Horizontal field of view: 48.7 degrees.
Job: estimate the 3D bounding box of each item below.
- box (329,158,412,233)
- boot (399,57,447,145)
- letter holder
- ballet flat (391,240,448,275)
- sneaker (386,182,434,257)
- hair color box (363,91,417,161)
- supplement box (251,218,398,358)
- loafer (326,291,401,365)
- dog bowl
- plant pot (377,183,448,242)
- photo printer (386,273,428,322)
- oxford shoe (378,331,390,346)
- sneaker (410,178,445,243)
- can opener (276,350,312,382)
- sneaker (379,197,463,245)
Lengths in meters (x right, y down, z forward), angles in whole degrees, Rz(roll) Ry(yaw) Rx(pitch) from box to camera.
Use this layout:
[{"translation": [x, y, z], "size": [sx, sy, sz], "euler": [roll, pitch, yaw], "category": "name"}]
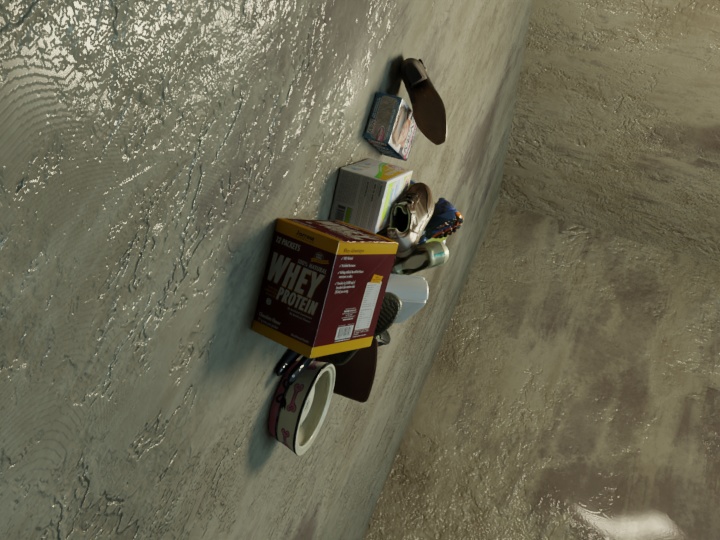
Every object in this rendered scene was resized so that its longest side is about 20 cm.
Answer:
[{"translation": [0.025, -0.158, 1.644], "size": [0.200, 0.101, 0.113], "euler": [-35, 141, -68], "category": "box"}, {"translation": [0.143, -0.370, 1.736], "size": [0.146, 0.070, 0.201], "euler": [-50, 120, -78], "category": "boot"}, {"translation": [-0.016, 0.182, 1.811], "size": [0.101, 0.141, 0.201], "euler": [-52, 155, -53], "category": "letter holder"}, {"translation": [0.096, -0.018, 1.654], "size": [0.199, 0.069, 0.070], "euler": [-20, -144, 49], "category": "ballet flat"}, {"translation": [0.102, -0.122, 1.634], "size": [0.076, 0.070, 0.201], "euler": [62, 34, -43], "category": "sneaker"}, {"translation": [0.070, -0.307, 1.720], "size": [0.200, 0.060, 0.101], "euler": [10, 97, -75], "category": "hair color box"}, {"translation": [-0.059, 0.025, 1.385], "size": [0.197, 0.132, 0.202], "euler": [-3, 111, -58], "category": "supplement box"}, {"translation": [0.005, 0.108, 1.595], "size": [0.200, 0.076, 0.067], "euler": [-40, -176, 21], "category": "loafer"}, {"translation": [-0.124, 0.278, 1.659], "size": [0.200, 0.073, 0.202], "euler": [19, 90, -76], "category": "dog bowl"}, {"translation": [0.072, -0.069, 1.821], "size": [0.200, 0.186, 0.188], "euler": [-48, 157, -25], "category": "plant pot"}, {"translation": [0.021, 0.056, 1.666], "size": [0.166, 0.198, 0.070], "euler": [135, -43, -62], "category": "photo printer"}, {"translation": [0.012, 0.165, 1.967], "size": [0.084, 0.073, 0.200], "euler": [-31, 166, 23], "category": "oxford shoe"}, {"translation": [0.139, -0.140, 1.917], "size": [0.080, 0.201, 0.146], "euler": [-36, 175, -7], "category": "sneaker"}, {"translation": [-0.108, 0.158, 1.613], "size": [0.200, 0.063, 0.079], "euler": [-42, 145, -45], "category": "can opener"}, {"translation": [0.120, -0.094, 1.726], "size": [0.076, 0.199, 0.079], "euler": [72, -4, -58], "category": "sneaker"}]
